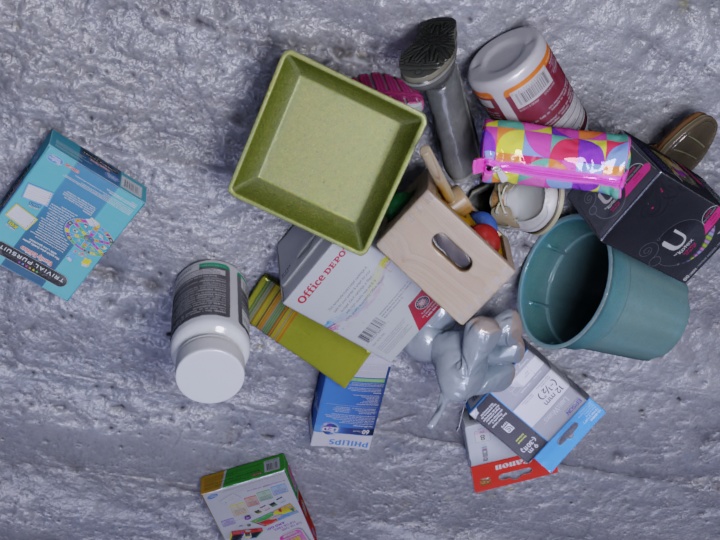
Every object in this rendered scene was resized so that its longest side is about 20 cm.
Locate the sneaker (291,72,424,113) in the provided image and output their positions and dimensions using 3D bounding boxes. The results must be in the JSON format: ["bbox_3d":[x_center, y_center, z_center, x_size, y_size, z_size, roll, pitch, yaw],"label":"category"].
[{"bbox_3d":[-0.012,-0.202,1.406,0.197,0.082,0.089,-6,127,5],"label":"sneaker"}]

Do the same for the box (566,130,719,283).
[{"bbox_3d":[0.401,-0.084,1.433,0.198,0.107,0.123,20,118,-36],"label":"box"}]

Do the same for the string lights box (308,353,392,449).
[{"bbox_3d":[-0.017,0.191,1.679,0.101,0.059,0.202,6,123,-12],"label":"string lights box"}]

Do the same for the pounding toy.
[{"bbox_3d":[0.110,-0.062,1.381,0.200,0.184,0.142,42,106,-8],"label":"pounding toy"}]

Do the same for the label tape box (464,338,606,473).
[{"bbox_3d":[0.288,0.229,1.705,0.199,0.066,0.144,40,100,-10],"label":"label tape box"}]

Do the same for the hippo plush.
[{"bbox_3d":[0.144,0.117,1.606,0.158,0.160,0.202,15,108,-51],"label":"hippo plush"}]

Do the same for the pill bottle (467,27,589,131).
[{"bbox_3d":[0.236,-0.213,1.411,0.113,0.115,0.200,-31,124,12],"label":"pill bottle"}]

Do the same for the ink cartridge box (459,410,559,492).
[{"bbox_3d":[0.264,0.309,1.812,0.160,0.057,0.202,-13,120,0],"label":"ink cartridge box"}]

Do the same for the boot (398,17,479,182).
[{"bbox_3d":[0.108,-0.205,1.369,0.072,0.182,0.202,5,125,20],"label":"boot"}]

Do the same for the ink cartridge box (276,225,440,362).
[{"bbox_3d":[0.000,0.000,1.499,0.199,0.145,0.146,30,115,-27],"label":"ink cartridge box"}]

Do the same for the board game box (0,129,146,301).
[{"bbox_3d":[-0.411,-0.072,1.445,0.150,0.047,0.200,32,114,-27],"label":"board game box"}]

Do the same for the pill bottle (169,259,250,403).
[{"bbox_3d":[-0.212,0.085,1.489,0.111,0.201,0.114,-3,125,-5],"label":"pill bottle"}]

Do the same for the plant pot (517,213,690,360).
[{"bbox_3d":[0.370,0.041,1.569,0.194,0.201,0.201,18,120,-29],"label":"plant pot"}]

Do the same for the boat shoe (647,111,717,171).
[{"bbox_3d":[0.422,-0.153,1.505,0.071,0.068,0.201,18,122,-33],"label":"boat shoe"}]

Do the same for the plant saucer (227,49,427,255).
[{"bbox_3d":[-0.041,-0.151,1.343,0.198,0.048,0.202,25,107,-3],"label":"plant saucer"}]

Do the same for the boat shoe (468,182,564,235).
[{"bbox_3d":[0.210,-0.089,1.450,0.067,0.200,0.076,11,83,-17],"label":"boat shoe"}]

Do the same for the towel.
[{"bbox_3d":[-0.083,0.092,1.585,0.199,0.018,0.086,35,119,-3],"label":"towel"}]

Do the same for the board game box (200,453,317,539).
[{"bbox_3d":[-0.173,0.418,1.820,0.151,0.041,0.202,-16,125,2],"label":"board game box"}]

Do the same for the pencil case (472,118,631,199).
[{"bbox_3d":[0.242,-0.140,1.337,0.197,0.089,0.089,5,125,6],"label":"pencil case"}]
